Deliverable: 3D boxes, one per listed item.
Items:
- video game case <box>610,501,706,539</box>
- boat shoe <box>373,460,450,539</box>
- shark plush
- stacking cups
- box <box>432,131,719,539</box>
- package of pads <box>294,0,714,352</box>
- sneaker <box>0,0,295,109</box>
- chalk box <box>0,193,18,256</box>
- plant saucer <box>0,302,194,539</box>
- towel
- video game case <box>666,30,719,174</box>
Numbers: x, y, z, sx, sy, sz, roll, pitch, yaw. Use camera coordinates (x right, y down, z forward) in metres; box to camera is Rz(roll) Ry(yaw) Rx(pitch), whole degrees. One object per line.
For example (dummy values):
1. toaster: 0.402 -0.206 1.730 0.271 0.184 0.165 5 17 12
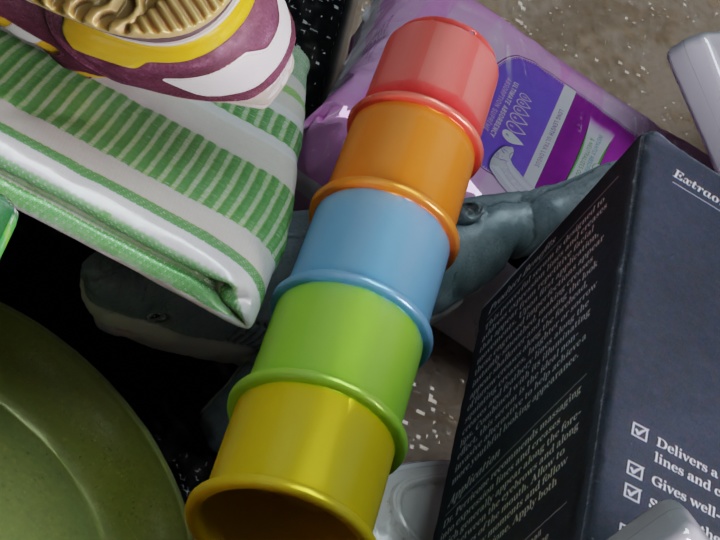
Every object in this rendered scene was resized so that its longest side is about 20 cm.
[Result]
1. video game case: 0.065 0.187 0.686 0.200 0.182 0.022 52 4 -22
2. boat shoe: 0.089 0.099 0.896 0.200 0.066 0.072 16 48 -21
3. shark plush: 0.005 0.002 0.868 0.200 0.083 0.091 -4 59 -1
4. stacking cups: 0.000 0.000 0.783 0.060 0.061 0.200 25 55 -13
5. box: 0.112 0.081 0.794 0.148 0.107 0.200 30 41 -13
6. package of pads: 0.068 -0.022 0.974 0.200 0.076 0.121 34 44 -5
7. sneaker: -0.111 -0.105 0.785 0.200 0.090 0.075 31 78 24
8. chalk box: -0.185 0.021 0.700 0.125 0.124 0.200 28 45 -12
9. plant saucer: -0.147 0.088 0.780 0.200 0.031 0.200 18 47 -20
10. towel: -0.089 -0.063 0.832 0.152 0.023 0.200 27 24 -12
11. video game case: 0.202 -0.005 1.007 0.182 0.022 0.200 -14 80 -60
